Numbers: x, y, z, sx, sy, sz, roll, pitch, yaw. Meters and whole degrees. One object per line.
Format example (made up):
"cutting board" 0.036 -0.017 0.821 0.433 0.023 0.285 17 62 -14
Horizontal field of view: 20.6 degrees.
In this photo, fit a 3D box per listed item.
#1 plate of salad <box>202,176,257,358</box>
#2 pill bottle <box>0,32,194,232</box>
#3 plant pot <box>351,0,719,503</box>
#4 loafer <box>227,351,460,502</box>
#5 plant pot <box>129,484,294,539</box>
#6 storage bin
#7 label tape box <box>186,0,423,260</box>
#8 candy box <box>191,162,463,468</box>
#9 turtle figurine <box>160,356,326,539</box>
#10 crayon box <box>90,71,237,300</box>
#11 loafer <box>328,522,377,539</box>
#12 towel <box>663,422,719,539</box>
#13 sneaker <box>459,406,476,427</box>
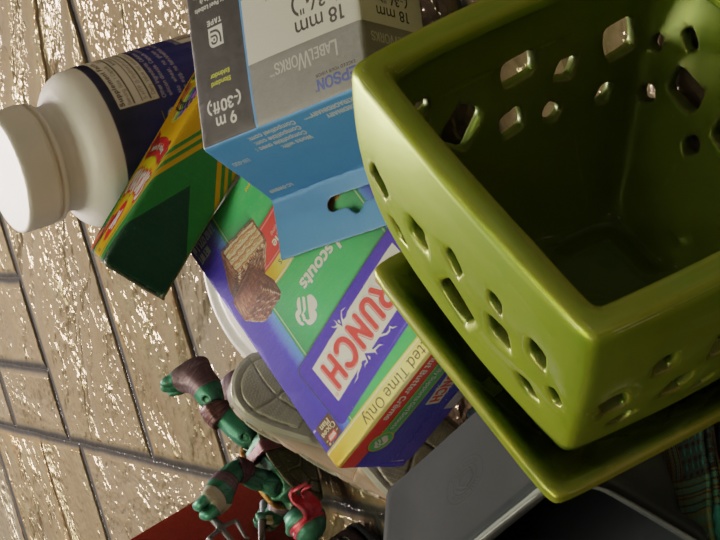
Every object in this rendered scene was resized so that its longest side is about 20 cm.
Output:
"plate of salad" -0.033 -0.021 1.391 0.199 0.048 0.201 0 89 40
"pill bottle" -0.173 -0.100 1.470 0.120 0.199 0.120 42 143 43
"plant pot" 0.123 -0.016 0.982 0.200 0.198 0.182 51 155 32
"loafer" 0.001 0.116 1.363 0.199 0.072 0.063 26 159 -2
"plant pot" -0.104 0.325 1.663 0.176 0.199 0.201 31 136 36
"storage bin" 0.100 0.151 1.129 0.200 0.145 0.135 -44 28 31
"label tape box" -0.031 -0.122 1.224 0.144 0.063 0.201 -18 74 39
"candy box" 0.000 0.000 1.282 0.169 0.077 0.200 -53 59 27
"turtle figurine" -0.082 0.164 1.594 0.200 0.100 0.150 60 -176 29
"crayon box" -0.111 -0.083 1.361 0.051 0.201 0.127 31 177 -12
"loafer" 0.016 0.296 1.536 0.201 0.063 0.072 65 154 10
"towel" 0.175 0.196 1.138 0.147 0.022 0.201 145 125 -62
"sneaker" 0.105 0.086 1.199 0.075 0.084 0.200 56 150 27
